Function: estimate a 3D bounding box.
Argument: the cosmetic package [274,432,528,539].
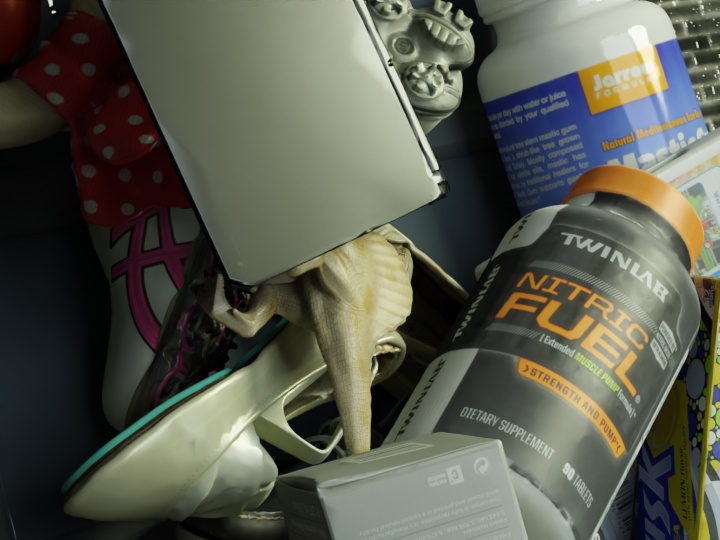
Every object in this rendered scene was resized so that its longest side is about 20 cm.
[{"bbox_3d":[0.035,0.172,1.066,0.090,0.107,0.201,-13,89,-13],"label":"cosmetic package"}]

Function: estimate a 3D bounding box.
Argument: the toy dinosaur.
[{"bbox_3d":[-0.016,0.007,1.134,0.101,0.058,0.201,19,53,-35],"label":"toy dinosaur"}]

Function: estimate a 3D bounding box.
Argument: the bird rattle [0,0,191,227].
[{"bbox_3d":[-0.147,-0.112,1.144,0.162,0.113,0.201,-11,85,-6],"label":"bird rattle"}]

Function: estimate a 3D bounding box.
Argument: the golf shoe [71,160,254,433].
[{"bbox_3d":[-0.093,-0.021,1.204,0.073,0.092,0.201,36,66,-71],"label":"golf shoe"}]

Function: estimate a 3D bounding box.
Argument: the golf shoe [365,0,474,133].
[{"bbox_3d":[-0.046,-0.119,1.272,0.199,0.097,0.078,31,61,-2],"label":"golf shoe"}]

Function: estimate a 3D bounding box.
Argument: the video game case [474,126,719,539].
[{"bbox_3d":[0.170,0.047,1.339,0.182,0.024,0.201,-29,104,-22],"label":"video game case"}]

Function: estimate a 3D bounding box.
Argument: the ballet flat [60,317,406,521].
[{"bbox_3d":[-0.048,0.068,1.152,0.200,0.069,0.070,-38,105,-43],"label":"ballet flat"}]

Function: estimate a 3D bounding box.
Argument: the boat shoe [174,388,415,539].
[{"bbox_3d":[-0.012,0.091,1.227,0.200,0.072,0.063,-11,115,-49],"label":"boat shoe"}]

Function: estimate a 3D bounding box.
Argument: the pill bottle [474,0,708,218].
[{"bbox_3d":[0.129,-0.078,1.400,0.112,0.112,0.201,-22,94,-45],"label":"pill bottle"}]

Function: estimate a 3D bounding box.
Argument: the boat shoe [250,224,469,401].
[{"bbox_3d":[0.000,0.000,1.283,0.200,0.065,0.072,41,53,-29],"label":"boat shoe"}]

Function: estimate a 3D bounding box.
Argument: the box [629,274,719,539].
[{"bbox_3d":[0.180,0.104,1.293,0.064,0.070,0.201,6,90,-24],"label":"box"}]

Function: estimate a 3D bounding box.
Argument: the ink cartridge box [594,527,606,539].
[{"bbox_3d":[0.092,0.182,1.227,0.100,0.039,0.200,64,32,-35],"label":"ink cartridge box"}]

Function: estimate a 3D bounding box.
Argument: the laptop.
[{"bbox_3d":[-0.043,-0.092,1.119,0.103,0.200,0.178,-24,91,-1],"label":"laptop"}]

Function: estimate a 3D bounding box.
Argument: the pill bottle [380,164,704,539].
[{"bbox_3d":[0.093,0.042,1.218,0.106,0.106,0.200,48,54,-23],"label":"pill bottle"}]
